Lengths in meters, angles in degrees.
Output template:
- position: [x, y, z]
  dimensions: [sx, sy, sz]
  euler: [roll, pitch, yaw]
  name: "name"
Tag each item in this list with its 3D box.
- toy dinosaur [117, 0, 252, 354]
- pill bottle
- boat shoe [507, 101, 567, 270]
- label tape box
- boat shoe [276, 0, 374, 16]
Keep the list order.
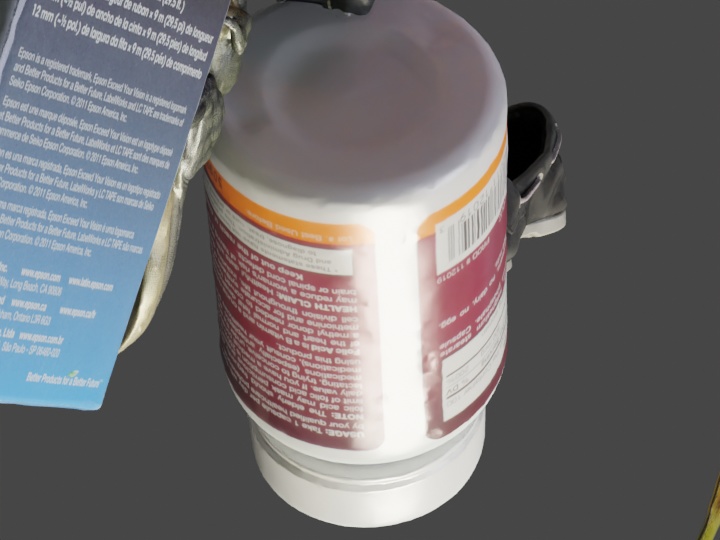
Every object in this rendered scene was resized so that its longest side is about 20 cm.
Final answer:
- position: [-0.071, -0.044, 1.018]
  dimensions: [0.088, 0.047, 0.201]
  euler: [-33, 142, -71]
  name: "toy dinosaur"
- position: [0.000, 0.000, 1.145]
  dimensions: [0.114, 0.114, 0.201]
  euler: [-56, 157, -36]
  name: "pill bottle"
- position: [0.046, -0.034, 1.330]
  dimensions: [0.200, 0.067, 0.057]
  euler: [-31, 121, -69]
  name: "boat shoe"
- position: [-0.100, -0.063, 0.887]
  dimensions: [0.143, 0.066, 0.201]
  euler: [13, 93, -71]
  name: "label tape box"
- position: [0.017, -0.160, 1.114]
  dimensions: [0.200, 0.067, 0.072]
  euler: [-55, 156, -43]
  name: "boat shoe"
